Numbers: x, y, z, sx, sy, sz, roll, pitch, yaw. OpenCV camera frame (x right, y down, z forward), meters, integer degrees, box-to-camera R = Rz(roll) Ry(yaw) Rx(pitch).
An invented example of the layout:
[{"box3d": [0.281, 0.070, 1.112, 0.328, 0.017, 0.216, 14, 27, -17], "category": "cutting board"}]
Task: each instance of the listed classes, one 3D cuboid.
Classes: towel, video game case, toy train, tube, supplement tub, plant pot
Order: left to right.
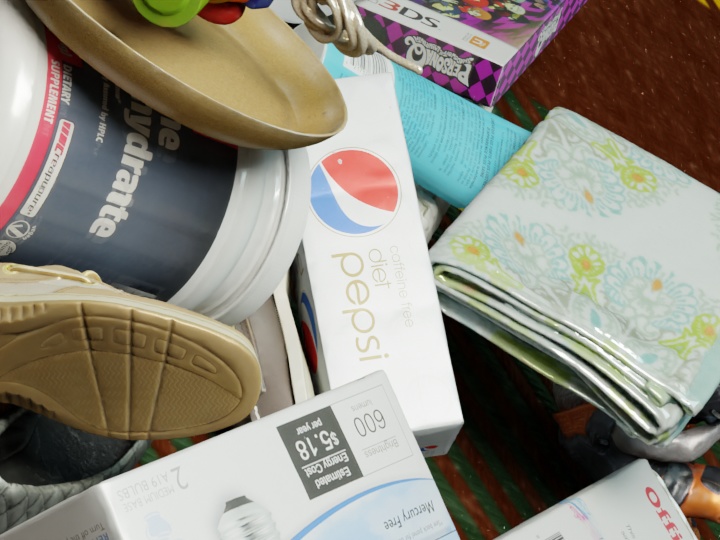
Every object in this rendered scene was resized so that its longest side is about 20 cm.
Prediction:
[{"box3d": [-0.137, -0.053, 1.263, 0.200, 0.140, 0.141, 19, 47, -41], "category": "supplement tub"}, {"box3d": [-0.095, -0.118, 1.230, 0.200, 0.028, 0.200, 33, 19, -13], "category": "plant pot"}, {"box3d": [-0.065, -0.140, 1.182, 0.200, 0.085, 0.116, 38, 29, 3], "category": "toy train"}, {"box3d": [0.038, -0.184, 1.614, 0.181, 0.036, 0.200, 24, 32, 12], "category": "video game case"}, {"box3d": [0.039, -0.079, 1.472, 0.200, 0.050, 0.078, 27, 67, -33], "category": "tube"}, {"box3d": [0.142, -0.003, 1.432, 0.171, 0.048, 0.200, 33, 41, 9], "category": "towel"}]

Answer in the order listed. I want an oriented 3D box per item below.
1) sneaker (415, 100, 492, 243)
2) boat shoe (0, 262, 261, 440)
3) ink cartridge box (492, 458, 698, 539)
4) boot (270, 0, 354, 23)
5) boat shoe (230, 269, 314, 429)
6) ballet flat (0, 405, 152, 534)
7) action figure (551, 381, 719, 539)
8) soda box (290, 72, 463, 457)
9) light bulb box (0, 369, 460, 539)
[{"box3d": [0.027, -0.054, 1.522, 0.076, 0.080, 0.200, 45, 36, -17], "category": "sneaker"}, {"box3d": [-0.142, 0.027, 1.182, 0.199, 0.074, 0.069, 8, 29, 0], "category": "boat shoe"}, {"box3d": [0.122, 0.204, 1.406, 0.200, 0.087, 0.146, -20, 78, -54], "category": "ink cartridge box"}, {"box3d": [-0.040, -0.199, 1.509, 0.095, 0.074, 0.200, 25, 22, 26], "category": "boot"}, {"box3d": [-0.058, 0.047, 1.345, 0.072, 0.059, 0.201, 87, -8, -63], "category": "boat shoe"}, {"box3d": [-0.136, 0.079, 1.222, 0.067, 0.057, 0.200, 51, 33, -4], "category": "ballet flat"}, {"box3d": [0.188, 0.116, 1.509, 0.105, 0.200, 0.194, -41, 92, -27], "category": "action figure"}, {"box3d": [0.000, 0.000, 1.358, 0.068, 0.064, 0.201, -8, 72, -10], "category": "soda box"}, {"box3d": [-0.047, 0.178, 1.149, 0.198, 0.125, 0.201, -20, 84, -48], "category": "light bulb box"}]
